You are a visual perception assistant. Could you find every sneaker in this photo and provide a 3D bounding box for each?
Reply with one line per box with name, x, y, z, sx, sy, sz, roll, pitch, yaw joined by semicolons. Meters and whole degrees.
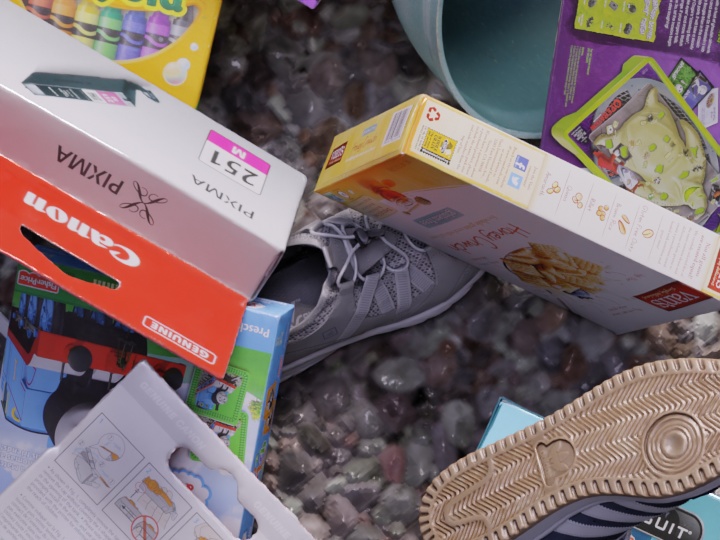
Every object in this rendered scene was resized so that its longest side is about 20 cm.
sneaker;0.000;0.000;1.376;0.199;0.082;0.075;-34;73;-3
sneaker;0.139;0.109;1.247;0.199;0.108;0.071;-24;58;25

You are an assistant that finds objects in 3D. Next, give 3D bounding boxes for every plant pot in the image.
plant pot;0.090;-0.194;1.380;0.200;0.201;0.134;-41;46;-6

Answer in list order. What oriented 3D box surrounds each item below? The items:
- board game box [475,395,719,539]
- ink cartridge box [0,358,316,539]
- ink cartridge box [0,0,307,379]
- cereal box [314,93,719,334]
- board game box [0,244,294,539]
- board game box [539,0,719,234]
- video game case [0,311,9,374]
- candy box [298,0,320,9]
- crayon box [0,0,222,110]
board game box;0.102;0.192;1.326;0.150;0.047;0.201;24;78;13
ink cartridge box;-0.131;0.171;1.324;0.200;0.050;0.161;-44;89;3
ink cartridge box;-0.132;-0.047;1.284;0.199;0.174;0.044;30;116;-8
cereal box;0.089;-0.026;1.303;0.199;0.144;0.040;25;76;-15
board game box;-0.128;0.101;1.345;0.150;0.037;0.202;13;103;10
board game box;0.162;-0.095;1.338;0.119;0.201;0.032;14;34;11
video game case;-0.280;0.093;1.417;0.200;0.023;0.182;-44;73;-7
candy box;-0.043;-0.270;1.296;0.167;0.072;0.201;31;122;-2
crayon box;-0.149;-0.121;1.382;0.125;0.052;0.201;13;107;-5
